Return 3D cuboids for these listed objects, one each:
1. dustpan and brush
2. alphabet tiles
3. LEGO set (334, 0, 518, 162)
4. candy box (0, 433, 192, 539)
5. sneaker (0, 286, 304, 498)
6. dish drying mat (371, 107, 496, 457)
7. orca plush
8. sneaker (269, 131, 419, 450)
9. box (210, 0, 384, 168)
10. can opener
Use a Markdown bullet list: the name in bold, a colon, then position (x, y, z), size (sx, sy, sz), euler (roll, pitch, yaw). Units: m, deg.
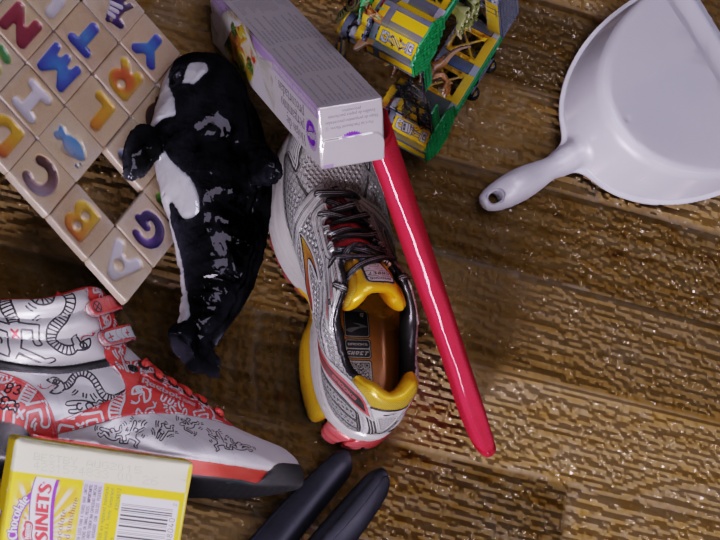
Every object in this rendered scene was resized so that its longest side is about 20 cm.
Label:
- **dustpan and brush**: position (0.158, -0.087, 1.718), size (0.199, 0.057, 0.140), euler (-27, 84, -34)
- **alphabet tiles**: position (-0.163, -0.103, 1.560), size (0.200, 0.008, 0.167), euler (49, 45, -15)
- **LEGO set**: position (0.017, -0.167, 1.615), size (0.115, 0.200, 0.154), euler (28, 83, 14)
- **candy box**: position (-0.156, 0.195, 1.470), size (0.102, 0.026, 0.201), euler (10, 90, -17)
- **sneaker**: position (-0.125, 0.068, 1.535), size (0.200, 0.067, 0.109), euler (7, 74, -18)
- **dish drying mat**: position (0.039, 0.008, 1.582), size (0.018, 0.077, 0.201), euler (-18, 109, 1)
- **orca plush**: position (-0.080, -0.046, 1.550), size (0.105, 0.071, 0.201), euler (34, 48, -28)
- **sneaker**: position (0.000, 0.000, 1.600), size (0.077, 0.082, 0.201), euler (-7, 76, -24)
- **box**: position (-0.039, -0.117, 1.568), size (0.041, 0.200, 0.039), euler (-12, 119, -18)
- **can opener**: position (-0.051, 0.177, 1.542), size (0.063, 0.079, 0.200), euler (24, 57, 14)
